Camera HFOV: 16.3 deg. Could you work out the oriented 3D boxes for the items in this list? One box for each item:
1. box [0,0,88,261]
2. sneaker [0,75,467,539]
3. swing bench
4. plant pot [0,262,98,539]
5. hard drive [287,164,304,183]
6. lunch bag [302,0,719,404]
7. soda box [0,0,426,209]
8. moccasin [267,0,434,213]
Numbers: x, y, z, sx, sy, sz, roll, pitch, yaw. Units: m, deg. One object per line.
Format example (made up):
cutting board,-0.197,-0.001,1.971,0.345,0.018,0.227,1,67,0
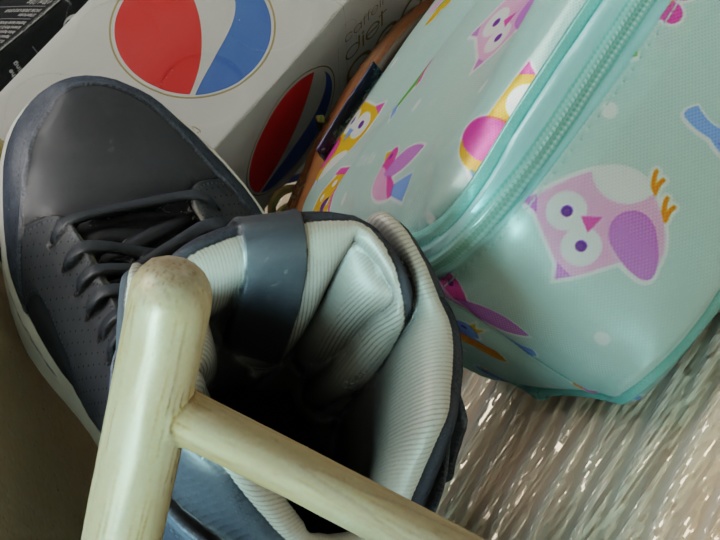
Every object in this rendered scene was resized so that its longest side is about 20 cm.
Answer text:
box,-0.158,-0.031,0.898,0.141,0.079,0.200,-39,19,-16
sneaker,-0.036,0.003,0.588,0.146,0.077,0.203,98,152,-56
swing bench,-0.041,0.142,0.397,0.200,0.130,0.199,-56,10,28
plant pot,-0.165,0.069,0.625,0.200,0.200,0.177,-13,55,17
hard drive,-0.013,-0.094,0.919,0.200,0.025,0.132,-14,54,38
lunch bag,0.060,-0.051,0.631,0.161,0.077,0.200,-57,11,-5
soda box,-0.030,-0.081,0.797,0.200,0.068,0.064,-50,-19,-22
moccasin,0.001,0.001,0.772,0.078,0.074,0.202,-24,42,55
